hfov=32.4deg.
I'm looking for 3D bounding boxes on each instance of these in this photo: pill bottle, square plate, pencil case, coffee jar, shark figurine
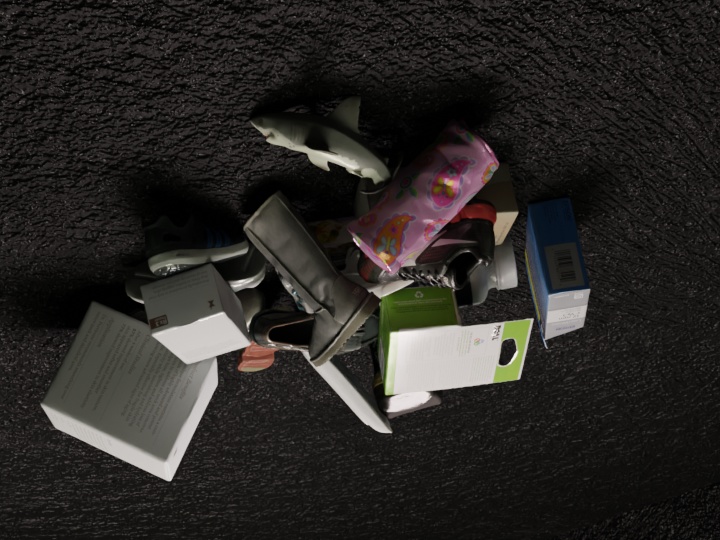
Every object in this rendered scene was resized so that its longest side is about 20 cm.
[{"bbox_3d":[0.118,0.000,1.752,0.196,0.113,0.111,-11,155,2],"label":"pill bottle"},{"bbox_3d":[-0.034,0.158,1.864,0.028,0.198,0.200,-42,-173,-1],"label":"square plate"},{"bbox_3d":[0.077,-0.091,1.485,0.200,0.087,0.087,-46,150,0],"label":"pencil case"},{"bbox_3d":[0.059,0.115,1.863,0.103,0.203,0.085,-18,154,15],"label":"coffee jar"},{"bbox_3d":[-0.008,-0.153,1.442,0.212,0.091,0.127,22,175,-35],"label":"shark figurine"}]

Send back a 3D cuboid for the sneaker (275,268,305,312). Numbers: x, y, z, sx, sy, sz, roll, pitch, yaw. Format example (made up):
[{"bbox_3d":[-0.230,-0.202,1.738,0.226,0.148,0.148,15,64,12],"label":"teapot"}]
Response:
[{"bbox_3d":[-0.060,0.038,1.795,0.077,0.088,0.200,-18,154,15],"label":"sneaker"}]

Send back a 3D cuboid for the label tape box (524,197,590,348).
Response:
[{"bbox_3d":[0.281,0.007,1.787,0.065,0.145,0.201,-10,155,3],"label":"label tape box"}]

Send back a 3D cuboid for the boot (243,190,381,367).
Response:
[{"bbox_3d":[-0.081,0.013,1.624,0.199,0.073,0.182,40,134,-1],"label":"boot"}]

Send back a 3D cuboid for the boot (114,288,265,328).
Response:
[{"bbox_3d":[-0.247,0.057,1.799,0.197,0.069,0.131,-19,147,15],"label":"boot"}]

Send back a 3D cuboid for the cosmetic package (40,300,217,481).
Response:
[{"bbox_3d":[-0.328,0.177,1.783,0.198,0.169,0.167,25,160,1],"label":"cosmetic package"}]

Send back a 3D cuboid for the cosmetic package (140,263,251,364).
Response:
[{"bbox_3d":[-0.214,0.060,1.635,0.100,0.075,0.200,-17,163,-1],"label":"cosmetic package"}]

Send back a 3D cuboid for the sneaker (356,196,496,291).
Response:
[{"bbox_3d":[0.084,-0.014,1.545,0.198,0.099,0.071,-21,153,23],"label":"sneaker"}]

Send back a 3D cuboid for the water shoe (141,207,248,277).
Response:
[{"bbox_3d":[-0.208,-0.045,1.597,0.071,0.080,0.200,-17,180,23],"label":"water shoe"}]

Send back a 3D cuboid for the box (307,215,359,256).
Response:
[{"bbox_3d":[-0.015,-0.048,1.689,0.196,0.039,0.042,-8,157,-5],"label":"box"}]

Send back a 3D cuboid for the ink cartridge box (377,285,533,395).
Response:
[{"bbox_3d":[0.128,0.093,1.719,0.196,0.077,0.149,-5,140,-7],"label":"ink cartridge box"}]

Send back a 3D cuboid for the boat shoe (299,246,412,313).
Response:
[{"bbox_3d":[0.000,0.000,1.672,0.198,0.069,0.072,-14,-164,31],"label":"boat shoe"}]

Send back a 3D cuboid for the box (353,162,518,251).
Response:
[{"bbox_3d":[0.095,-0.082,1.613,0.196,0.079,0.095,-4,154,-11],"label":"box"}]

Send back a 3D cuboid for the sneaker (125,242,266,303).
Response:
[{"bbox_3d":[-0.225,0.018,1.717,0.197,0.072,0.080,-9,158,-4],"label":"sneaker"}]

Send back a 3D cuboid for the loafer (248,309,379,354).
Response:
[{"bbox_3d":[-0.054,0.087,1.724,0.197,0.073,0.063,-2,-173,-20],"label":"loafer"}]

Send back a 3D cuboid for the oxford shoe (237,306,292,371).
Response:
[{"bbox_3d":[-0.149,0.089,1.879,0.070,0.075,0.200,1,156,-25],"label":"oxford shoe"}]
